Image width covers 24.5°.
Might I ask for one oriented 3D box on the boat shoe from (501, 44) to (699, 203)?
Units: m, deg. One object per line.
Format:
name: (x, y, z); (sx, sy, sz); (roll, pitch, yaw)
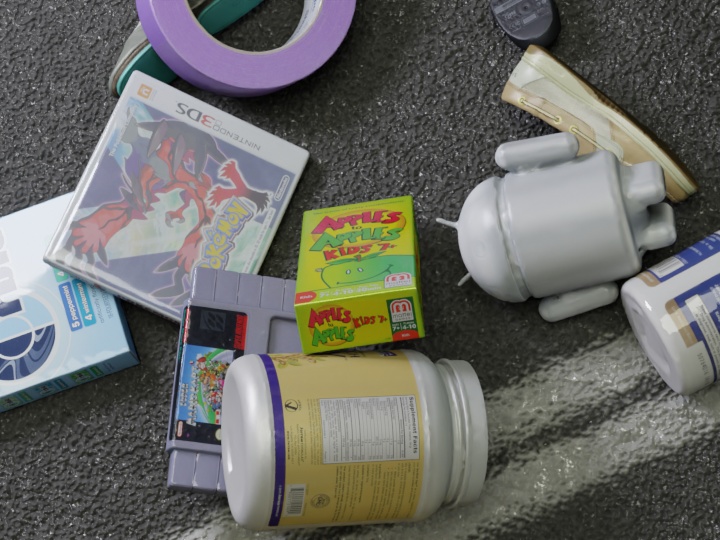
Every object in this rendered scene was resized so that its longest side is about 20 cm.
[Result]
boat shoe: (0.215, -0.121, 1.501); (0.200, 0.074, 0.066); (41, 103, 11)

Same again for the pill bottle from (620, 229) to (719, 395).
pill bottle: (0.333, 0.014, 1.411); (0.200, 0.111, 0.111); (-28, 70, -3)

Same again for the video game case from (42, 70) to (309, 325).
video game case: (-0.166, -0.059, 1.514); (0.182, 0.023, 0.200); (25, 74, -6)

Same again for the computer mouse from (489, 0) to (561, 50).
computer mouse: (0.143, -0.290, 1.590); (0.059, 0.034, 0.200); (-25, 63, 16)

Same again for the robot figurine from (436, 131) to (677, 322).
robot figurine: (0.171, -0.037, 1.441); (0.200, 0.113, 0.170); (-13, 106, 13)

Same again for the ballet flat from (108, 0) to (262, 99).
ballet flat: (-0.172, -0.239, 1.595); (0.200, 0.067, 0.064); (-40, 57, -12)

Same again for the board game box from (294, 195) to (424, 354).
board game box: (0.000, 0.000, 1.424); (0.101, 0.200, 0.048); (-9, 114, 5)

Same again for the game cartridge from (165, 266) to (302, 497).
game cartridge: (-0.100, 0.100, 1.457); (0.129, 0.038, 0.200); (10, 71, -15)

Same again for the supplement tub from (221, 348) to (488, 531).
supplement tub: (-0.007, 0.138, 1.372); (0.200, 0.145, 0.146); (-1, 69, -14)

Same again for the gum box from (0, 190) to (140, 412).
gum box: (-0.322, 0.037, 1.522); (0.200, 0.045, 0.170); (-19, 70, 1)

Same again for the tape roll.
tape roll: (-0.107, -0.264, 1.543); (0.200, 0.066, 0.201); (1, 88, -18)
